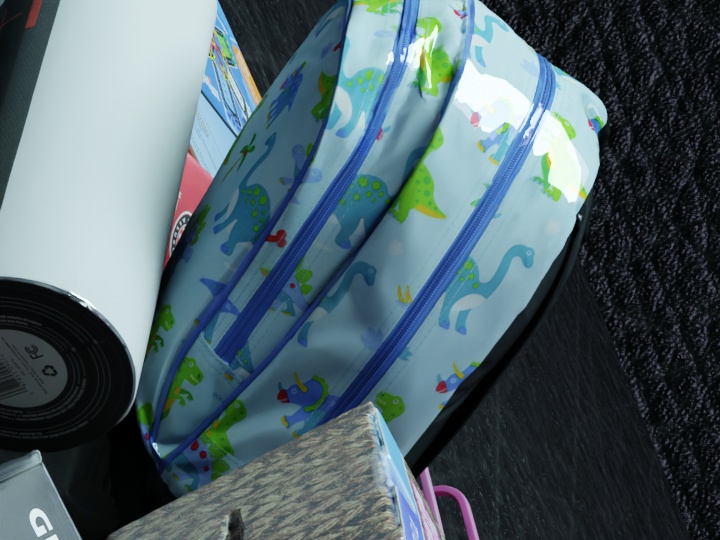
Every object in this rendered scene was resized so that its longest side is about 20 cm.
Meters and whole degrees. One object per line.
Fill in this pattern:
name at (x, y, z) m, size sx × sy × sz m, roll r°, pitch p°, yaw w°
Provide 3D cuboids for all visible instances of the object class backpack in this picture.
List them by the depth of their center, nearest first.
backpack at (0.000, 0.000, 0.976) m, size 0.154 × 0.200 × 0.163 m, roll 49°, pitch 23°, yaw -12°

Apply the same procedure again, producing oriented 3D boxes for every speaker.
speaker at (-0.100, -0.035, 0.971) m, size 0.081 × 0.081 × 0.200 m, roll 56°, pitch 27°, yaw -35°

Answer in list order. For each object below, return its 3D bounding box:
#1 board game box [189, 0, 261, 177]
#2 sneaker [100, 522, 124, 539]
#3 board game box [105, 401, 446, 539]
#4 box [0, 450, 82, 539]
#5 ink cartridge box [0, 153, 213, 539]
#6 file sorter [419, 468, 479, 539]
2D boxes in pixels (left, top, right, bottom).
board game box at (-0.094, -0.126, 1.232) m, size 0.103 × 0.019 × 0.200 m, roll -70°, pitch 141°, yaw -58°
sneaker at (-0.056, 0.150, 1.060) m, size 0.085 × 0.078 × 0.200 m, roll 46°, pitch -14°, yaw 31°
board game box at (0.010, 0.162, 0.825) m, size 0.200 × 0.097 × 0.159 m, roll 62°, pitch 3°, yaw -10°
box at (-0.114, 0.171, 0.787) m, size 0.198 × 0.050 × 0.201 m, roll -24°, pitch 88°, yaw -58°
ink cartridge box at (-0.088, 0.045, 1.121) m, size 0.200 × 0.083 × 0.145 m, roll 46°, pitch 55°, yaw -60°
file sorter at (0.025, 0.197, 1.360) m, size 0.200 × 0.125 × 0.139 m, roll 56°, pitch 14°, yaw -38°
